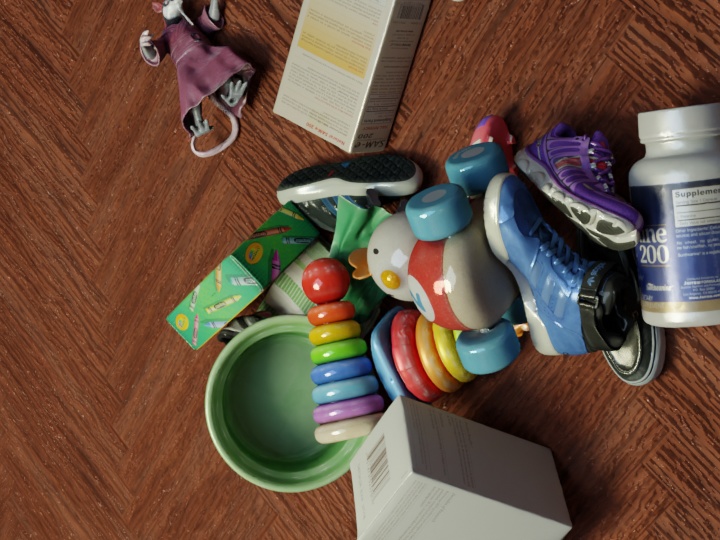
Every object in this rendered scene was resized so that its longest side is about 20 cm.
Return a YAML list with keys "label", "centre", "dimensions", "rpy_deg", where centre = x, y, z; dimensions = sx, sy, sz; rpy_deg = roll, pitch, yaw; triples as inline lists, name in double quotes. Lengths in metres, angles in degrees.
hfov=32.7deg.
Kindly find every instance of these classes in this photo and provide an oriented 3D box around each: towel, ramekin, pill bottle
- label: "towel"
  centre: [-0.066, 0.066, 1.526]
  dimensions: [0.153, 0.023, 0.201]
  rpy_deg: [45, 122, 24]
- label: "ramekin"
  centre: [-0.083, 0.151, 1.428]
  dimensions: [0.098, 0.199, 0.201]
  rpy_deg: [171, 87, -81]
- label: "pill bottle"
  centre: [0.312, -0.053, 1.156]
  dimensions: [0.110, 0.111, 0.202]
  rpy_deg: [-3, 96, 38]

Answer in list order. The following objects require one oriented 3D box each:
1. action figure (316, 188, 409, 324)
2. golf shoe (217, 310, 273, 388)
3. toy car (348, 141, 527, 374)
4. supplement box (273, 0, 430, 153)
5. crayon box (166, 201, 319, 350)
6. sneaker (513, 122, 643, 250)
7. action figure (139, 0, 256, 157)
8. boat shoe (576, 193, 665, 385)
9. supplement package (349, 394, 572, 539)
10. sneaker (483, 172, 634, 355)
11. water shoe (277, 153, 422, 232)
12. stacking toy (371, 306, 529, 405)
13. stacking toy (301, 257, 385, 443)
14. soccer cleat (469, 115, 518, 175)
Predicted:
- label: "action figure"
  centre: [0.000, 0.000, 1.408]
  dimensions: [0.117, 0.055, 0.201]
  rpy_deg: [20, 127, -7]
- label: "golf shoe"
  centre: [-0.124, 0.154, 1.513]
  dimensions: [0.072, 0.092, 0.201]
  rpy_deg: [-21, 87, 41]
- label: "toy car"
  centre: [0.065, -0.008, 1.251]
  dimensions: [0.199, 0.177, 0.185]
  rpy_deg: [-6, 117, 36]
- label: "supplement box"
  centre: [-0.009, -0.250, 1.396]
  dimensions: [0.126, 0.073, 0.201]
  rpy_deg: [32, 115, 29]
- label: "crayon box"
  centre: [-0.145, 0.008, 1.482]
  dimensions: [0.058, 0.119, 0.200]
  rpy_deg: [47, 141, -4]
- label: "sneaker"
  centre: [0.215, -0.092, 1.177]
  dimensions: [0.083, 0.081, 0.200]
  rpy_deg: [-46, 34, 9]
- label: "action figure"
  centre: [-0.202, -0.272, 1.551]
  dimensions: [0.201, 0.133, 0.149]
  rpy_deg: [59, 170, 29]
- label: "boat shoe"
  centre: [0.251, 0.022, 1.241]
  dimensions: [0.072, 0.071, 0.201]
  rpy_deg: [-16, 88, 38]
- label: "supplement package"
  centre: [0.104, 0.237, 1.297]
  dimensions: [0.118, 0.199, 0.117]
  rpy_deg: [-57, 23, 29]
- label: "sneaker"
  centre: [0.196, -0.007, 1.163]
  dimensions: [0.111, 0.077, 0.201]
  rpy_deg: [-4, 117, 40]
- label: "water shoe"
  centre: [-0.004, -0.085, 1.438]
  dimensions: [0.199, 0.072, 0.079]
  rpy_deg: [-1, 125, 37]
- label: "stacking toy"
  centre: [0.121, 0.074, 1.344]
  dimensions: [0.199, 0.110, 0.117]
  rpy_deg: [-22, 99, 27]
- label: "stacking toy"
  centre: [-0.028, 0.085, 1.354]
  dimensions: [0.085, 0.085, 0.201]
  rpy_deg: [-17, 83, 38]
- label: "soccer cleat"
  centre: [0.123, -0.069, 1.333]
  dimensions: [0.076, 0.066, 0.201]
  rpy_deg: [13, 108, 40]
